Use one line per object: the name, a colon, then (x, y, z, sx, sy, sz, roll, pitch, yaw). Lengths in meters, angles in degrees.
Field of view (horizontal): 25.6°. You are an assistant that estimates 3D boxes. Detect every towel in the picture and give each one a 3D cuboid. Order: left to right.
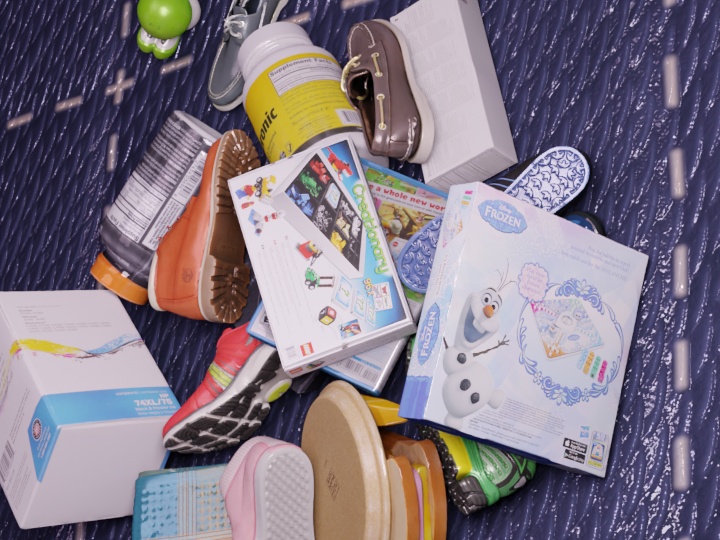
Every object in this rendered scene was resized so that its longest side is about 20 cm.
towel: (-0.157, 0.289, 1.554, 0.146, 0.022, 0.201, -7, 68, 15)

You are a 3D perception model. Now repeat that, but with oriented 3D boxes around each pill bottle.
pill bottle: (-0.209, -0.063, 1.701, 0.106, 0.106, 0.200, 39, 98, 40)
pill bottle: (-0.056, -0.159, 1.618, 0.111, 0.111, 0.200, -40, 52, 19)

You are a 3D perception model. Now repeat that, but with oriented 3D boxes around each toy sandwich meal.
toy sandwich meal: (0.009, 0.191, 1.445, 0.205, 0.070, 0.206, 175, 90, -67)

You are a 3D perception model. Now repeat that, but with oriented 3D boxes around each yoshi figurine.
yoshi figurine: (-0.198, -0.338, 1.803, 0.112, 0.112, 0.201, 22, 90, 34)

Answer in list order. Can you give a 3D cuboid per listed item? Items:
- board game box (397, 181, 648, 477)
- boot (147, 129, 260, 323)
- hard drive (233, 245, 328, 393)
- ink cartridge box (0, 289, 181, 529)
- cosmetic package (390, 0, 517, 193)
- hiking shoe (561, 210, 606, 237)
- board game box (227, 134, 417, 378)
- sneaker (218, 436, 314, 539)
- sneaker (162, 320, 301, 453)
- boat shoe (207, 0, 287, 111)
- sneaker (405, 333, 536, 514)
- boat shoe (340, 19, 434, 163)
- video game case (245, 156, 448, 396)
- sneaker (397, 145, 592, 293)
board game box: (0.140, 0.052, 1.326, 0.043, 0.200, 0.200, -3, 70, 56)
boot: (-0.164, -0.048, 1.622, 0.107, 0.075, 0.201, 1, 76, 36)
hard drive: (-0.068, 0.020, 1.602, 0.135, 0.042, 0.200, -51, 51, 11)
ink cartridge box: (-0.302, 0.138, 1.641, 0.200, 0.146, 0.147, 54, 132, 37)
cosmetic package: (0.090, -0.178, 1.552, 0.082, 0.051, 0.201, -26, 58, 28)
hiking shoe: (0.145, 0.019, 1.387, 0.074, 0.087, 0.200, 34, 75, 30)
board game box: (-0.037, -0.015, 1.466, 0.126, 0.035, 0.201, -20, 68, 5)
sneaker: (-0.091, 0.253, 1.507, 0.105, 0.075, 0.201, -160, 73, -64)
sneaker: (-0.121, 0.102, 1.554, 0.200, 0.077, 0.085, -43, 51, 15)
boat shoe: (-0.131, -0.277, 1.753, 0.073, 0.062, 0.201, 20, 85, 40)
sneaker: (0.096, 0.130, 1.427, 0.085, 0.078, 0.200, -17, 47, -10)
boat shoe: (0.016, -0.180, 1.547, 0.200, 0.059, 0.072, -109, 29, -41)
video game case: (0.000, 0.000, 1.482, 0.143, 0.018, 0.200, 24, 77, 20)
sneaker: (0.126, -0.044, 1.442, 0.200, 0.078, 0.070, -32, 86, 11)
